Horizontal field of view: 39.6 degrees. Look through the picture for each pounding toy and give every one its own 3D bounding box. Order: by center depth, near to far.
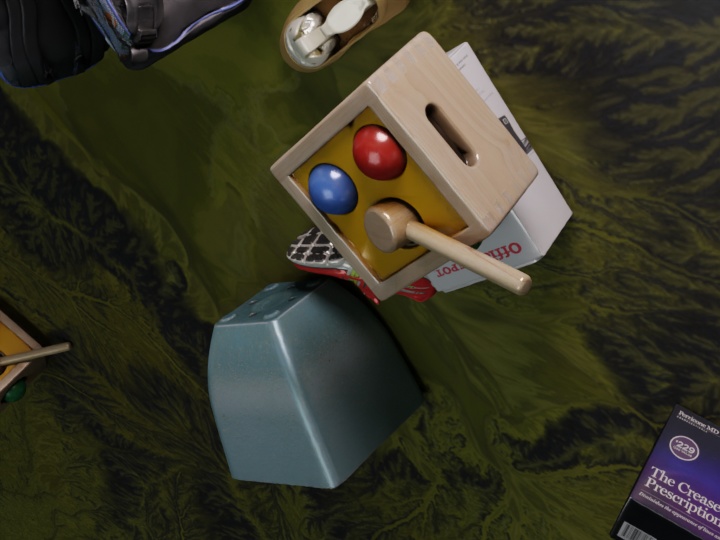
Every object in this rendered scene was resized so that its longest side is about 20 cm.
[{"bbox_3d":[0.048,-0.064,0.851,0.200,0.142,0.184,49,138,-7],"label":"pounding toy"},{"bbox_3d":[-0.645,0.157,1.772,0.199,0.184,0.142,39,153,5],"label":"pounding toy"}]

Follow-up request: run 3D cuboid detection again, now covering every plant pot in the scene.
[{"bbox_3d":[-0.074,0.124,1.237,0.194,0.196,0.202,-5,113,43],"label":"plant pot"}]

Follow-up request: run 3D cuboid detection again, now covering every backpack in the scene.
[{"bbox_3d":[-0.206,-0.313,0.971,0.192,0.200,0.154,58,152,-13],"label":"backpack"},{"bbox_3d":[-0.364,-0.321,1.110,0.168,0.161,0.202,47,152,45],"label":"backpack"}]

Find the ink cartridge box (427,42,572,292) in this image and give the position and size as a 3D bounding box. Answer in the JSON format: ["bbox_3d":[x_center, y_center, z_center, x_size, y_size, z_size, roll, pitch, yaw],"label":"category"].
[{"bbox_3d":[0.089,-0.095,0.976,0.144,0.084,0.201,-20,110,46],"label":"ink cartridge box"}]

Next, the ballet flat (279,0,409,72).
[{"bbox_3d":[-0.031,-0.239,0.968,0.069,0.063,0.199,52,140,-11],"label":"ballet flat"}]

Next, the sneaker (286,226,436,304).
[{"bbox_3d":[0.000,0.000,1.148,0.198,0.077,0.085,11,136,34],"label":"sneaker"}]

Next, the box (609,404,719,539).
[{"bbox_3d":[0.372,0.247,0.997,0.199,0.141,0.079,28,136,18],"label":"box"}]
